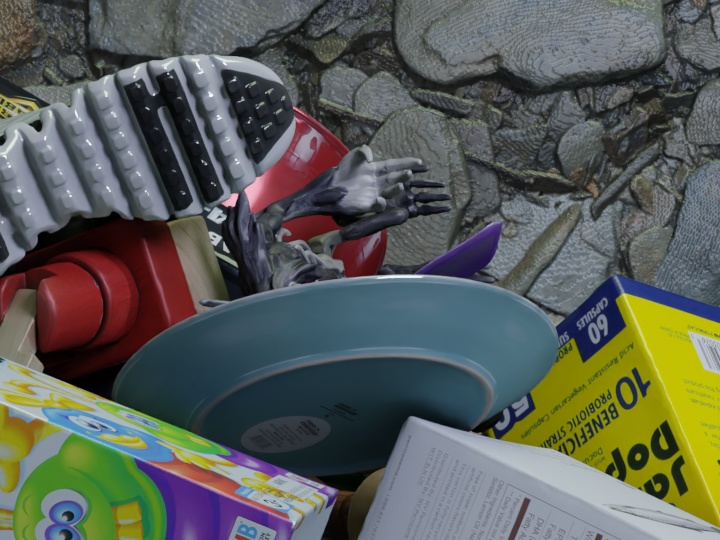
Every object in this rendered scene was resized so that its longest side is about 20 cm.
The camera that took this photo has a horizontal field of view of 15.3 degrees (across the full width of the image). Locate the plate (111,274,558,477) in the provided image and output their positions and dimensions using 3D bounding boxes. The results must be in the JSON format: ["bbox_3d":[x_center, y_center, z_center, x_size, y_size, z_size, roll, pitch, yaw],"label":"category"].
[{"bbox_3d":[-0.009,0.055,1.189,0.200,0.026,0.200,-8,-25,-4],"label":"plate"}]

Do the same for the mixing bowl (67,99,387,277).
[{"bbox_3d":[-0.095,-0.002,1.465,0.200,0.108,0.200,11,-42,10],"label":"mixing bowl"}]

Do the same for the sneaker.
[{"bbox_3d":[-0.129,-0.052,1.222,0.200,0.075,0.081,-18,16,-10],"label":"sneaker"}]

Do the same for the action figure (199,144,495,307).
[{"bbox_3d":[0.000,0.000,1.286,0.102,0.119,0.200,-17,7,26],"label":"action figure"}]

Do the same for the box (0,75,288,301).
[{"bbox_3d":[-0.143,0.011,1.384,0.200,0.159,0.046,30,34,2],"label":"box"}]

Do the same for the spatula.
[{"bbox_3d":[0.047,0.032,1.215,0.021,0.056,0.200,54,-8,28],"label":"spatula"}]

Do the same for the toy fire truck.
[{"bbox_3d":[-0.174,0.047,1.245,0.176,0.129,0.200,-19,-3,31],"label":"toy fire truck"}]

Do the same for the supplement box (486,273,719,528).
[{"bbox_3d":[0.154,0.119,1.302,0.109,0.109,0.200,16,41,-41],"label":"supplement box"}]

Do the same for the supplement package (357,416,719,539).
[{"bbox_3d":[0.103,0.156,1.160,0.200,0.117,0.117,24,4,40],"label":"supplement package"}]

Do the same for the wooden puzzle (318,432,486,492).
[{"bbox_3d":[0.032,0.105,1.475,0.200,0.037,0.185,-9,-25,32],"label":"wooden puzzle"}]

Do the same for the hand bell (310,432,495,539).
[{"bbox_3d":[-0.003,0.128,1.418,0.104,0.104,0.200,18,-8,-34],"label":"hand bell"}]

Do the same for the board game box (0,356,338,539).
[{"bbox_3d":[-0.124,0.092,0.955,0.200,0.103,0.105,21,4,6],"label":"board game box"}]
